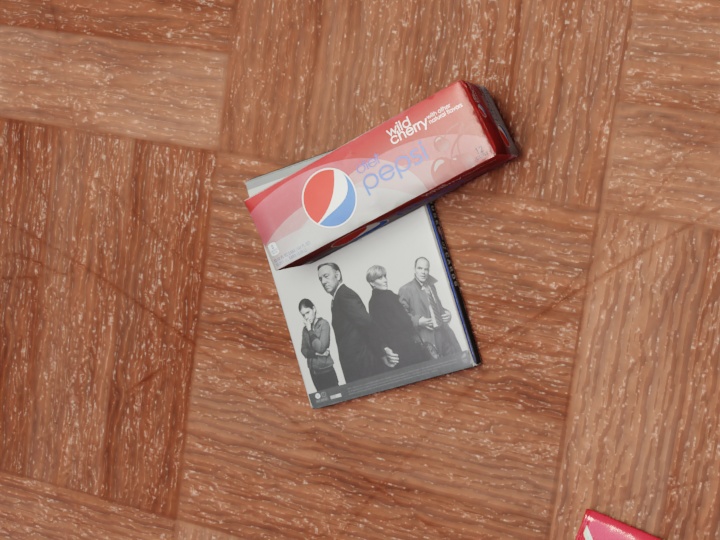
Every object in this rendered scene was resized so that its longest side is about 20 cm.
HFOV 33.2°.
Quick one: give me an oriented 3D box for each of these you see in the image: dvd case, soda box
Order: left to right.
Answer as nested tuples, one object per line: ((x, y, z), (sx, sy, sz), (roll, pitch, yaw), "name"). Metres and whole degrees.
((0.000, 0.000, 0.989), (0.150, 0.025, 0.200), (-17, 88, 22), "dvd case")
((0.015, -0.071, 0.926), (0.200, 0.070, 0.063), (-27, 84, 21), "soda box")

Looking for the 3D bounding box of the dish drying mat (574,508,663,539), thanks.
((0.252, 0.256, 0.918), (0.200, 0.018, 0.077), (23, 102, 18), "dish drying mat")
